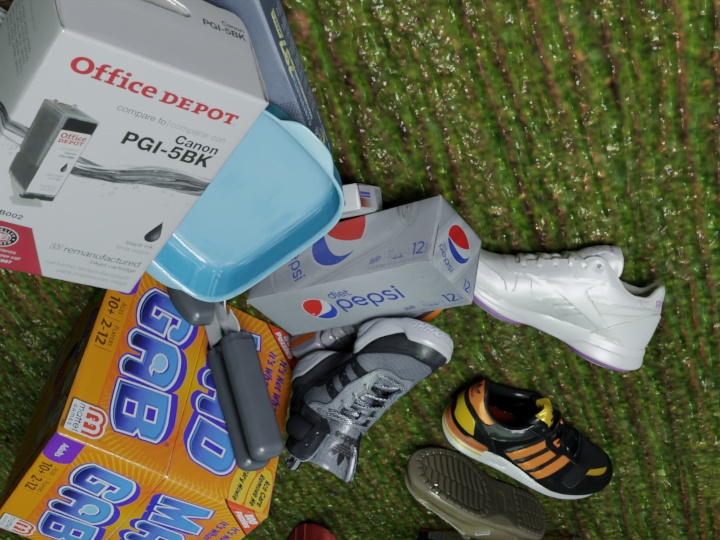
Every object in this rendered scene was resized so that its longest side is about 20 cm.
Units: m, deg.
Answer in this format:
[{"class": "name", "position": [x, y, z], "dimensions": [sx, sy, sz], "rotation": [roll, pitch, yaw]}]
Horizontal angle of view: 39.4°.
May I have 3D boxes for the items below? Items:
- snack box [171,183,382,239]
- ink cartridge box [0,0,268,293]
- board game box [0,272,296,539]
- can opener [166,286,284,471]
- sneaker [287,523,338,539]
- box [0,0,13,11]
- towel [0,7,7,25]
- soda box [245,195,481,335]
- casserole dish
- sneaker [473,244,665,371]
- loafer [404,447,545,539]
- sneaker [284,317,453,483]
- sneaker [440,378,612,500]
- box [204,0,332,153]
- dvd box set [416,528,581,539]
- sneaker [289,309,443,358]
[{"class": "snack box", "position": [-0.085, -0.046, 0.843], "dimensions": [0.197, 0.072, 0.025], "rotation": [-8, 91, 17]}, {"class": "ink cartridge box", "position": [-0.174, -0.088, 0.656], "dimensions": [0.146, 0.084, 0.200], "rotation": [13, 133, -37]}, {"class": "board game box", "position": [-0.202, 0.152, 0.968], "dimensions": [0.198, 0.201, 0.200], "rotation": [27, 135, -19]}, {"class": "can opener", "position": [-0.128, 0.079, 0.893], "dimensions": [0.066, 0.202, 0.053], "rotation": [-1, 152, -37]}, {"class": "sneaker", "position": [-0.041, 0.381, 1.289], "dimensions": [0.114, 0.079, 0.200], "rotation": [16, 149, -20]}, {"class": "box", "position": [-0.242, -0.199, 0.680], "dimensions": [0.198, 0.021, 0.164], "rotation": [25, 146, 14]}, {"class": "towel", "position": [-0.272, -0.136, 0.747], "dimensions": [0.146, 0.024, 0.200], "rotation": [31, 153, -2]}, {"class": "soda box", "position": [0.000, 0.000, 0.848], "dimensions": [0.198, 0.064, 0.068], "rotation": [-13, 141, 38]}, {"class": "casserole dish", "position": [-0.097, -0.055, 0.768], "dimensions": [0.199, 0.039, 0.121], "rotation": [-33, 113, 32]}, {"class": "sneaker", "position": [0.169, 0.008, 0.872], "dimensions": [0.198, 0.075, 0.101], "rotation": [24, 105, -5]}, {"class": "loafer", "position": [0.121, 0.263, 1.126], "dimensions": [0.199, 0.077, 0.067], "rotation": [31, 129, -24]}, {"class": "sneaker", "position": [0.001, 0.117, 0.858], "dimensions": [0.075, 0.115, 0.199], "rotation": [30, 145, -26]}, {"class": "sneaker", "position": [0.184, 0.170, 1.022], "dimensions": [0.198, 0.071, 0.090], "rotation": [23, 138, -12]}, {"class": "box", "position": [-0.122, -0.142, 0.759], "dimensions": [0.156, 0.051, 0.201], "rotation": [-6, 134, 14]}, {"class": "dvd box set", "position": [0.161, 0.332, 1.163], "dimensions": [0.197, 0.030, 0.146], "rotation": [1, 178, 8]}, {"class": "sneaker", "position": [0.033, 0.053, 0.930], "dimensions": [0.112, 0.078, 0.199], "rotation": [32, 144, -29]}]
